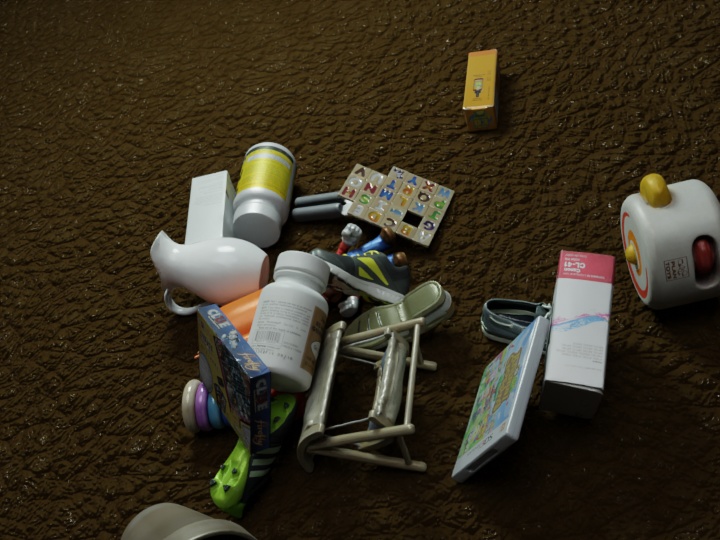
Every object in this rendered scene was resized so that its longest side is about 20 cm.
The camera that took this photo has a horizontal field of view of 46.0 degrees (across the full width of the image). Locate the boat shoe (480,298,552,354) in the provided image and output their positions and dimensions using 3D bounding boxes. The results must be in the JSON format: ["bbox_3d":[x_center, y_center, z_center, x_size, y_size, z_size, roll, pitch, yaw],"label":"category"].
[{"bbox_3d":[0.287,0.086,1.351,0.197,0.062,0.073,8,47,23],"label":"boat shoe"}]

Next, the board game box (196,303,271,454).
[{"bbox_3d":[-0.191,0.158,1.272,0.034,0.137,0.200,-13,34,-28],"label":"board game box"}]

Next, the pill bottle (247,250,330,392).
[{"bbox_3d":[-0.111,0.079,1.336,0.113,0.115,0.203,4,66,21],"label":"pill bottle"}]

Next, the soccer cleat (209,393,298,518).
[{"bbox_3d":[-0.156,0.279,1.295,0.067,0.082,0.201,14,56,36],"label":"soccer cleat"}]

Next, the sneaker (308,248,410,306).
[{"bbox_3d":[0.000,0.000,1.450,0.074,0.198,0.086,-17,51,60],"label":"sneaker"}]

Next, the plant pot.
[{"bbox_3d":[-0.244,0.409,1.150,0.200,0.202,0.173,-41,32,-21],"label":"plant pot"}]

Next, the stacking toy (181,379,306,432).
[{"bbox_3d":[-0.184,0.216,1.376,0.196,0.086,0.086,-3,46,6],"label":"stacking toy"}]

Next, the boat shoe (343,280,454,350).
[{"bbox_3d":[0.065,0.092,1.412,0.198,0.068,0.076,-27,46,22],"label":"boat shoe"}]

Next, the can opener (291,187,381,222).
[{"bbox_3d":[-0.041,-0.121,1.661,0.197,0.067,0.053,-3,57,25],"label":"can opener"}]

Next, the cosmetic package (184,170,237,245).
[{"bbox_3d":[-0.284,-0.086,1.663,0.080,0.114,0.202,-13,47,6],"label":"cosmetic package"}]

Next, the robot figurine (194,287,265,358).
[{"bbox_3d":[-0.190,0.104,1.452,0.198,0.117,0.145,-24,48,-7],"label":"robot figurine"}]

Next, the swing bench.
[{"bbox_3d":[0.005,0.190,1.297,0.197,0.131,0.201,-3,48,15],"label":"swing bench"}]

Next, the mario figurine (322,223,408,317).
[{"bbox_3d":[-0.015,-0.001,1.502,0.198,0.107,0.124,-27,47,-11],"label":"mario figurine"}]

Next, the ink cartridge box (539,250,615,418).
[{"bbox_3d":[0.315,0.094,1.233,0.084,0.148,0.203,9,66,13],"label":"ink cartridge box"}]

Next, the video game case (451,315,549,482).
[{"bbox_3d":[0.200,0.185,1.216,0.022,0.183,0.202,27,54,-3],"label":"video game case"}]

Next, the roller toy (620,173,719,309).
[{"bbox_3d":[0.481,-0.039,1.318,0.137,0.200,0.185,-13,65,6],"label":"roller toy"}]

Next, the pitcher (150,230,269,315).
[{"bbox_3d":[-0.269,0.019,1.540,0.196,0.174,0.122,7,39,6],"label":"pitcher"}]

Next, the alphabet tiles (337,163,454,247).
[{"bbox_3d":[0.064,-0.136,1.609,0.197,0.008,0.168,23,49,7],"label":"alphabet tiles"}]

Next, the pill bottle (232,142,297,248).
[{"bbox_3d":[-0.192,-0.150,1.690,0.112,0.115,0.202,-6,46,12],"label":"pill bottle"}]

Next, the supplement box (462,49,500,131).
[{"bbox_3d":[0.259,-0.383,1.801,0.065,0.069,0.202,-3,46,16],"label":"supplement box"}]
